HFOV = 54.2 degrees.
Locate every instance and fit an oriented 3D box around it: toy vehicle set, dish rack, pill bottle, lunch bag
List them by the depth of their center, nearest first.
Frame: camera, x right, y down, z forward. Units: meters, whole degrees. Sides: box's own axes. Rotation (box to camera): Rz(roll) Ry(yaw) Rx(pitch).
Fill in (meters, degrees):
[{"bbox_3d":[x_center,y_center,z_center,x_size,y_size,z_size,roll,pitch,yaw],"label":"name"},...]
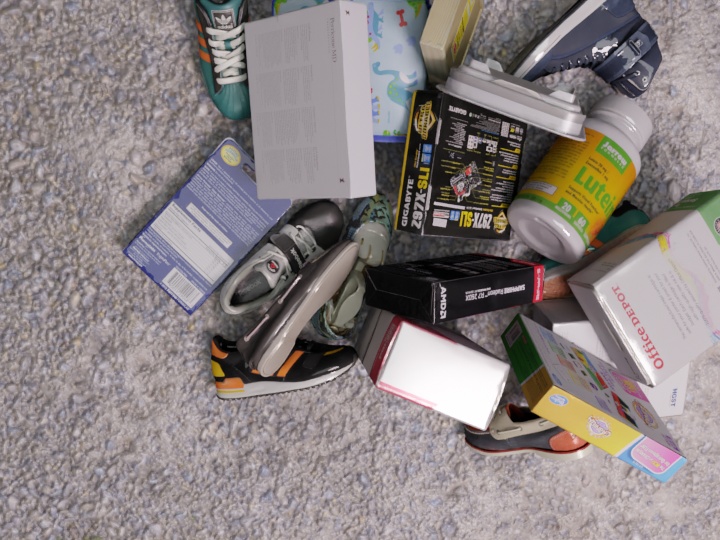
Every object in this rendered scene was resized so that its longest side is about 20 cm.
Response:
[{"bbox_3d":[0.181,-0.201,0.798,0.169,0.200,0.044,23,112,9],"label":"dish rack"},{"bbox_3d":[0.110,-0.288,0.817,0.026,0.200,0.127,20,92,10],"label":"toy vehicle set"},{"bbox_3d":[-0.016,-0.246,0.855,0.195,0.128,0.174,6,104,8],"label":"lunch bag"},{"bbox_3d":[0.284,-0.120,0.896,0.111,0.111,0.201,39,79,-10],"label":"pill bottle"}]

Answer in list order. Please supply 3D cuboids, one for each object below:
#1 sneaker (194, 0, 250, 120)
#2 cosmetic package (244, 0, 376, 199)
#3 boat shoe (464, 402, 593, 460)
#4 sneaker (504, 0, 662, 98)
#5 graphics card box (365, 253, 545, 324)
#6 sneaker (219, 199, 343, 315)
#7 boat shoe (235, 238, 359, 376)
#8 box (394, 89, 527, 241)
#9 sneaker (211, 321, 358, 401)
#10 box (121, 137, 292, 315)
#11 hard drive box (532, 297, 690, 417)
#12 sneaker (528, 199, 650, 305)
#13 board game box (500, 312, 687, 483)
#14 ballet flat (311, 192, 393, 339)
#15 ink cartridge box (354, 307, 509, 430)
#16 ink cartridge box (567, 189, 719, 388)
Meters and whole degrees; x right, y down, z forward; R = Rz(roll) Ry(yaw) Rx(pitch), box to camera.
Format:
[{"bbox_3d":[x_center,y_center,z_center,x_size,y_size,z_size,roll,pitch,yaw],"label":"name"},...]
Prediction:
[{"bbox_3d":[-0.164,-0.283,0.839,0.070,0.080,0.205,-10,101,-7],"label":"sneaker"},{"bbox_3d":[-0.058,-0.184,0.792,0.051,0.149,0.205,-13,104,-47],"label":"cosmetic package"},{"bbox_3d":[0.209,0.203,0.917,0.071,0.198,0.064,-26,99,-37],"label":"boat shoe"},{"bbox_3d":[0.291,-0.261,0.906,0.201,0.077,0.147,-40,101,3],"label":"sneaker"},{"bbox_3d":[0.116,0.017,0.859,0.197,0.124,0.052,-7,103,-39],"label":"graphics card box"},{"bbox_3d":[-0.097,-0.010,0.894,0.200,0.089,0.074,-43,99,0],"label":"sneaker"},{"bbox_3d":[-0.080,0.034,0.862,0.057,0.067,0.201,35,86,20],"label":"boat shoe"},{"bbox_3d":[0.129,-0.122,0.863,0.198,0.049,0.163,-1,103,-48],"label":"box"},{"bbox_3d":[-0.103,0.106,0.905,0.196,0.070,0.092,-12,96,12],"label":"sneaker"},{"bbox_3d":[-0.193,-0.057,0.903,0.121,0.032,0.200,44,93,-10],"label":"box"},{"bbox_3d":[0.336,0.119,0.950,0.195,0.077,0.159,-4,111,-5],"label":"hard drive box"},{"bbox_3d":[0.294,-0.023,0.949,0.197,0.081,0.071,-27,139,14],"label":"sneaker"},{"bbox_3d":[0.269,0.146,0.829,0.198,0.154,0.041,29,112,-15],"label":"board game box"},{"bbox_3d":[0.000,0.000,0.913,0.073,0.074,0.204,21,97,-9],"label":"ballet flat"},{"bbox_3d":[0.080,0.109,0.872,0.143,0.200,0.086,23,90,-9],"label":"ink cartridge box"},{"bbox_3d":[0.375,0.020,0.848,0.198,0.087,0.147,-35,96,-4],"label":"ink cartridge box"}]
